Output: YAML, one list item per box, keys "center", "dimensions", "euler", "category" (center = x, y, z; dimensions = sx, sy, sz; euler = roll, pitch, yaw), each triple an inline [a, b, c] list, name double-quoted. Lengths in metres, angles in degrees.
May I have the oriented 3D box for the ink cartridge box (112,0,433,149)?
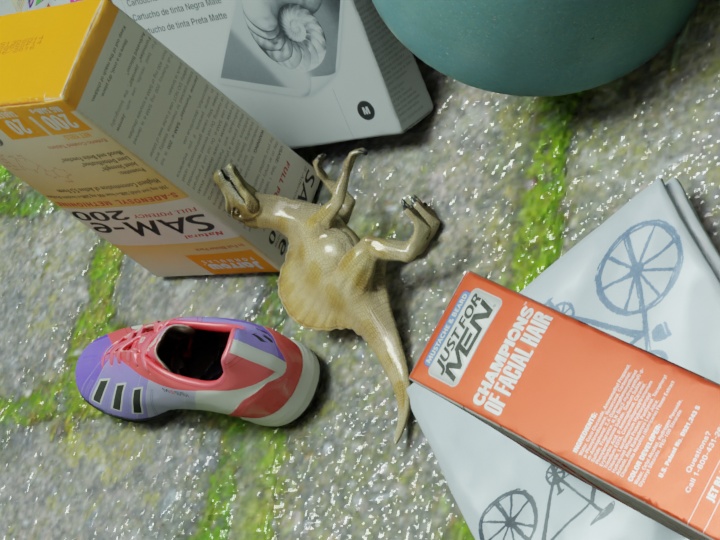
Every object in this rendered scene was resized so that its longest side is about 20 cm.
- center: [-0.071, -0.169, 1.219]
  dimensions: [0.199, 0.201, 0.041]
  euler: [-6, 23, 42]
  category: "ink cartridge box"

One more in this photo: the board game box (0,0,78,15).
- center: [-0.209, -0.199, 1.430]
  dimensions: [0.153, 0.040, 0.200]
  euler: [-64, 34, 27]
  category: "board game box"

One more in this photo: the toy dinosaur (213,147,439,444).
- center: [0.000, 0.000, 1.141]
  dimensions: [0.101, 0.058, 0.200]
  euler: [-45, 66, 12]
  category: "toy dinosaur"

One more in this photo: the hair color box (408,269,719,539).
- center: [0.129, 0.075, 0.894]
  dimensions: [0.200, 0.111, 0.064]
  euler: [24, 84, 46]
  category: "hair color box"

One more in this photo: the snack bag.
- center: [0.124, 0.075, 0.995]
  dimensions: [0.188, 0.021, 0.200]
  euler: [-41, 46, 18]
  category: "snack bag"

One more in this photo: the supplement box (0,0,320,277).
- center: [-0.138, -0.074, 1.205]
  dimensions: [0.126, 0.200, 0.074]
  euler: [-3, 60, 44]
  category: "supplement box"

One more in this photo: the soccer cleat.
- center: [-0.114, 0.053, 1.196]
  dimensions: [0.199, 0.073, 0.069]
  euler: [2, 66, 44]
  category: "soccer cleat"

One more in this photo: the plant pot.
- center: [0.094, -0.211, 1.052]
  dimensions: [0.199, 0.135, 0.201]
  euler: [-1, 71, 3]
  category: "plant pot"
